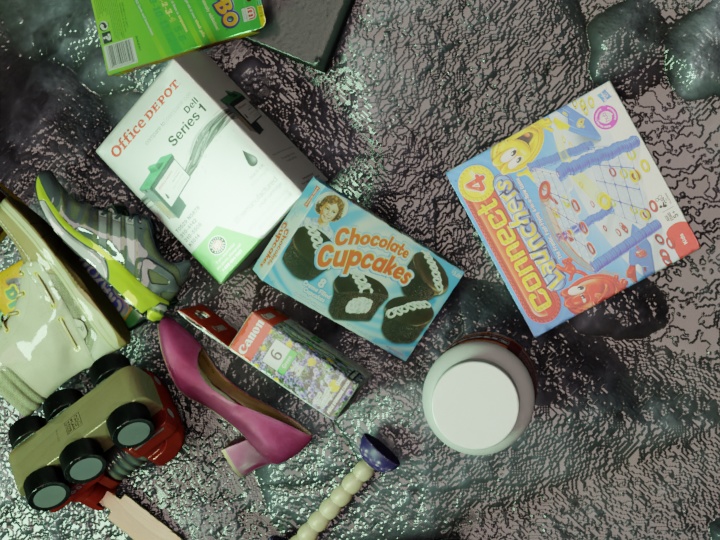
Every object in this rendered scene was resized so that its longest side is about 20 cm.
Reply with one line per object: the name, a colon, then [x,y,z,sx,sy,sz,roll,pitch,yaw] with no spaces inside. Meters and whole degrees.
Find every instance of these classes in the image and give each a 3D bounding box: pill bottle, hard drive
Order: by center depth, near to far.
pill bottle: [0.122,0.124,1.562,0.112,0.200,0.114,0,92,7]
hard drive: [-0.065,-0.330,1.654,0.139,0.033,0.201,23,95,6]

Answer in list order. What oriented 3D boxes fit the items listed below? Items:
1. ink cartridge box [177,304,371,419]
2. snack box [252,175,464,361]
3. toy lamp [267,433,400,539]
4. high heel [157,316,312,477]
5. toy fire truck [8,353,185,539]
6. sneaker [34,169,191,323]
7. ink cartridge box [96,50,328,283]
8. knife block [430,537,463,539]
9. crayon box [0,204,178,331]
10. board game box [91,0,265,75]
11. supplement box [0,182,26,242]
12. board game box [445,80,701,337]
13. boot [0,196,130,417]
ink cartridge box: [-0.088,0.077,1.633,0.200,0.109,0.050,34,96,5]
snack box: [0.000,0.000,1.603,0.200,0.037,0.116,30,97,-30]
toy lamp: [-0.042,0.264,1.661,0.058,0.058,0.200,40,95,4]
high heel: [-0.136,0.122,1.658,0.096,0.067,0.201,-28,93,17]
toy fire truck: [-0.250,0.213,1.661,0.176,0.200,0.129,-37,51,9]
sneaker: [-0.261,-0.038,1.629,0.200,0.074,0.081,44,85,-2]
ink cartridge box: [-0.159,-0.111,1.634,0.200,0.084,0.146,45,112,3]
knife block: [0.013,0.329,1.588,0.199,0.175,0.064,-14,89,-31]
crayon box: [-0.317,0.032,1.692,0.199,0.052,0.126,-31,88,8]
board game box: [-0.193,-0.279,1.652,0.199,0.030,0.096,-13,90,26]
supplement box: [-0.491,-0.035,1.637,0.133,0.200,0.198,40,96,4]
board game box: [0.221,-0.063,1.615,0.195,0.056,0.201,-29,88,7]
boot: [-0.359,0.039,1.633,0.154,0.072,0.200,-37,95,7]
